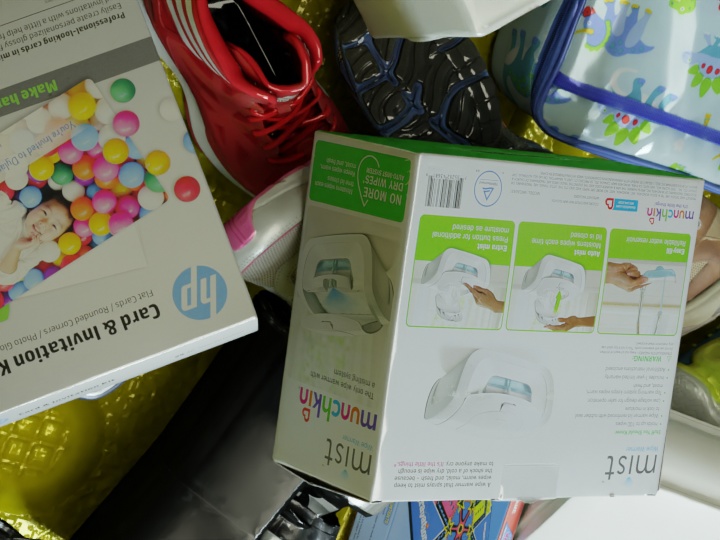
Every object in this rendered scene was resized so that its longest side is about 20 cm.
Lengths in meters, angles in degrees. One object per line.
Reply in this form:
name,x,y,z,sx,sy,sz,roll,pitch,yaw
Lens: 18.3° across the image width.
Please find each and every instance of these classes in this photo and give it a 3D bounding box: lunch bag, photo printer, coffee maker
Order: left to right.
coffee maker,-0.079,0.115,1.239,0.192,0.135,0.200,35,94,-33
photo printer,0.189,0.159,1.339,0.199,0.070,0.166,21,140,-17
lunch bag,0.185,-0.132,1.294,0.199,0.082,0.161,17,106,-30

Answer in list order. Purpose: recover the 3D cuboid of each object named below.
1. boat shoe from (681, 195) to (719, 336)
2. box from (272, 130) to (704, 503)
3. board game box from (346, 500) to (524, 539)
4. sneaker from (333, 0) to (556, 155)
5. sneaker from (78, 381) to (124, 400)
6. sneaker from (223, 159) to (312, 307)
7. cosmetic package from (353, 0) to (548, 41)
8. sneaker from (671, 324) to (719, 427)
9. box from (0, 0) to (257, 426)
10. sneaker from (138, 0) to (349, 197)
boat shoe,0.147,0.026,1.355,0.200,0.076,0.072,-38,110,-6
box,0.070,0.026,1.163,0.199,0.096,0.178,2,99,-37
board game box,0.059,0.102,1.323,0.019,0.103,0.201,-3,116,-51
sneaker,0.048,-0.073,1.254,0.075,0.078,0.200,-46,112,-15
sneaker,-0.138,-0.031,1.159,0.070,0.108,0.201,2,111,-28
sneaker,0.000,0.000,1.209,0.081,0.089,0.200,-41,152,25
cosmetic package,0.054,-0.237,1.098,0.164,0.165,0.201,-30,104,-12
sneaker,0.243,0.064,1.412,0.199,0.105,0.076,-25,103,24
box,-0.157,-0.038,1.105,0.155,0.041,0.201,-20,82,-6
sneaker,-0.047,-0.084,1.176,0.078,0.116,0.200,-43,124,-3
